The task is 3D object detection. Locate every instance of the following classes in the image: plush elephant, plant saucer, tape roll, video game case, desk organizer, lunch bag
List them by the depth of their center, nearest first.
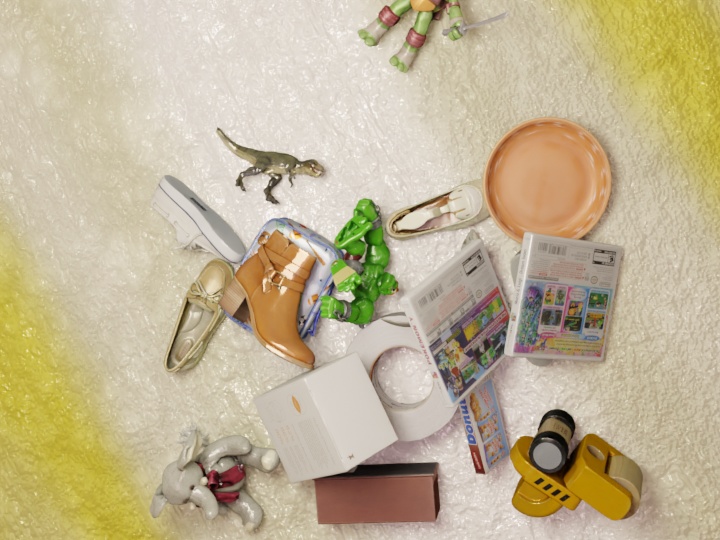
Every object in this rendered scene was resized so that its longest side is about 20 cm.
[{"bbox_3d":[0.308,0.043,1.562,0.024,0.198,0.184,16,98,54],"label":"video game case"},{"bbox_3d":[0.156,0.077,1.564,0.023,0.200,0.184,-9,110,46],"label":"video game case"},{"bbox_3d":[0.287,-0.136,1.602,0.198,0.037,0.203,0,99,1],"label":"plant saucer"},{"bbox_3d":[0.070,0.169,1.657,0.198,0.066,0.203,1,93,10],"label":"tape roll"},{"bbox_3d":[-0.250,0.339,1.669,0.199,0.155,0.166,33,119,14],"label":"plush elephant"},{"bbox_3d":[0.028,0.360,1.673,0.198,0.072,0.078,-4,95,11],"label":"desk organizer"},{"bbox_3d":[-0.122,0.026,1.683,0.159,0.076,0.201,29,97,5],"label":"lunch bag"}]

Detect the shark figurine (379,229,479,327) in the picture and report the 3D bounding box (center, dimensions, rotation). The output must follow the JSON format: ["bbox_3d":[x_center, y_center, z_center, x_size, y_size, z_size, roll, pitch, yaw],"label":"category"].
[{"bbox_3d":[0.129,0.049,1.624,0.089,0.215,0.129,2,129,46],"label":"shark figurine"}]

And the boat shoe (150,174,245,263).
[{"bbox_3d":[-0.278,-0.063,1.703,0.202,0.074,0.086,42,107,15],"label":"boat shoe"}]

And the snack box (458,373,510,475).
[{"bbox_3d":[0.185,0.212,1.614,0.024,0.072,0.202,-2,108,44],"label":"snack box"}]

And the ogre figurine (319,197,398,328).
[{"bbox_3d":[0.000,0.000,1.614,0.097,0.120,0.202,-14,57,20],"label":"ogre figurine"}]

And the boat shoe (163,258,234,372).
[{"bbox_3d":[-0.270,0.076,1.717,0.073,0.063,0.202,30,98,8],"label":"boat shoe"}]

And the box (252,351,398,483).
[{"bbox_3d":[-0.058,0.231,1.609,0.106,0.200,0.154,-24,88,-33],"label":"box"}]

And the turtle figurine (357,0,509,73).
[{"bbox_3d":[0.088,-0.399,1.572,0.194,0.143,0.201,-50,40,27],"label":"turtle figurine"}]

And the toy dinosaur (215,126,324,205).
[{"bbox_3d":[-0.157,-0.163,1.694,0.198,0.047,0.089,18,82,10],"label":"toy dinosaur"}]

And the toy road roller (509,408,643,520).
[{"bbox_3d":[0.321,0.325,1.595,0.199,0.123,0.147,33,113,8],"label":"toy road roller"}]

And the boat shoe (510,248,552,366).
[{"bbox_3d":[0.280,0.052,1.606,0.070,0.064,0.202,7,120,32],"label":"boat shoe"}]

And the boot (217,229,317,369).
[{"bbox_3d":[-0.111,0.044,1.595,0.199,0.074,0.155,39,91,17],"label":"boot"}]

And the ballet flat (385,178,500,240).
[{"bbox_3d":[0.132,-0.091,1.634,0.198,0.062,0.068,-22,89,11],"label":"ballet flat"}]
